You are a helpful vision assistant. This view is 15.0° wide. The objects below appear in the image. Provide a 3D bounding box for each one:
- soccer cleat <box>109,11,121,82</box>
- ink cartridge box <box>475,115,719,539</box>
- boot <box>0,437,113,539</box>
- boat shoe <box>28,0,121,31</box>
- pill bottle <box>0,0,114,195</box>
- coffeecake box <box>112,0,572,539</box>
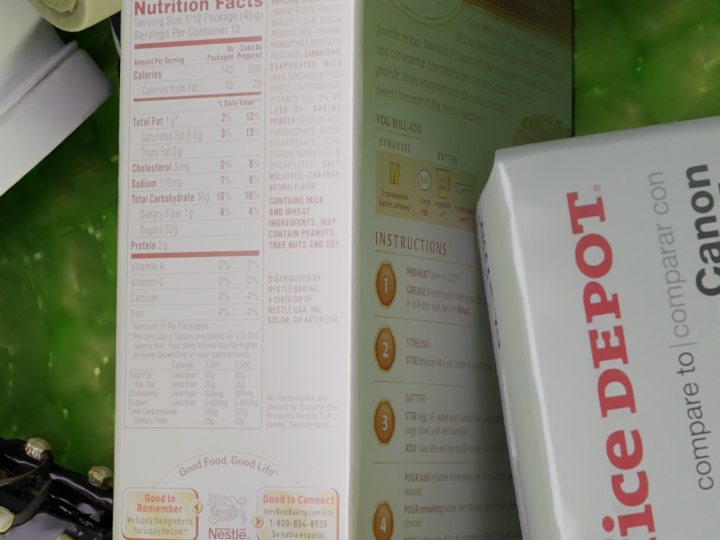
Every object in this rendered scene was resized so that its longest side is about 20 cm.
[{"bbox_3d":[-0.058,-0.091,0.815,0.067,0.081,0.200,-13,81,24],"label":"soccer cleat"},{"bbox_3d":[0.137,0.032,0.675,0.200,0.083,0.146,-9,83,0],"label":"ink cartridge box"},{"bbox_3d":[-0.138,0.039,0.804,0.154,0.073,0.204,19,131,10],"label":"boot"},{"bbox_3d":[-0.084,-0.168,0.727,0.075,0.068,0.200,27,139,51],"label":"boat shoe"},{"bbox_3d":[-0.168,-0.106,0.827,0.112,0.112,0.200,-38,100,19],"label":"pill bottle"},{"bbox_3d":[0.000,0.000,0.742,0.073,0.154,0.200,-1,86,25],"label":"coffeecake box"}]
